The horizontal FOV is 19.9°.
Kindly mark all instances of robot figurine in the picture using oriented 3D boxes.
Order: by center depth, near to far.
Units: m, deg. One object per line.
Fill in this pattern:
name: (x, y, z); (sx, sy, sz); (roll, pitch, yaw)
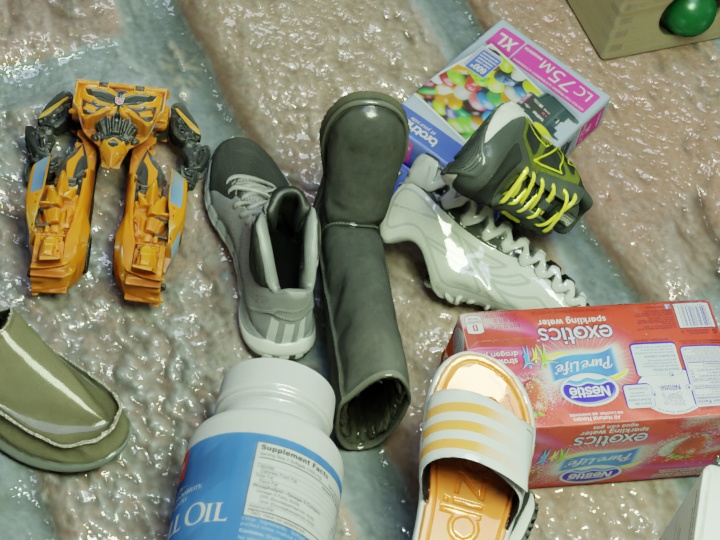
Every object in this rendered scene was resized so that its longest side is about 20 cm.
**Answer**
robot figurine: (-0.187, -0.067, 1.544); (0.143, 0.058, 0.202); (5, 53, -4)

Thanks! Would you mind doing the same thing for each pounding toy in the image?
pounding toy: (0.280, -0.283, 1.758); (0.182, 0.143, 0.201); (-13, 57, -20)

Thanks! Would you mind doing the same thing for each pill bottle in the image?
pill bottle: (-0.070, 0.163, 1.367); (0.111, 0.113, 0.201); (12, 51, -3)

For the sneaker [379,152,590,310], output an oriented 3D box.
sneaker: (0.100, 0.002, 1.560); (0.200, 0.075, 0.081); (41, 91, 5)

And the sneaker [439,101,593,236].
sneaker: (0.125, -0.069, 1.509); (0.085, 0.075, 0.200); (45, 17, 13)

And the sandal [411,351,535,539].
sandal: (0.075, 0.145, 1.345); (0.078, 0.059, 0.209); (11, 65, -2)

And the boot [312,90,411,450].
boot: (0.002, -0.001, 1.468); (0.072, 0.183, 0.201); (3, 48, -4)

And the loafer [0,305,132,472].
loafer: (-0.248, 0.071, 1.421); (0.199, 0.070, 0.075); (27, 53, 8)

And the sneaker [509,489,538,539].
sneaker: (0.046, 0.206, 1.386); (0.090, 0.070, 0.201); (32, 55, 8)

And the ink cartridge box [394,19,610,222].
ink cartridge box: (0.099, -0.113, 1.658); (0.119, 0.042, 0.200); (37, 56, 16)

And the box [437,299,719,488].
box: (0.162, 0.091, 1.481); (0.198, 0.096, 0.100); (-3, 56, -15)

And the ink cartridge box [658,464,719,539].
ink cartridge box: (0.258, 0.227, 1.338); (0.144, 0.201, 0.085); (16, 54, 0)

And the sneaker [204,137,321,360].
sneaker: (-0.063, -0.043, 1.519); (0.074, 0.116, 0.201); (-6, 56, -17)
